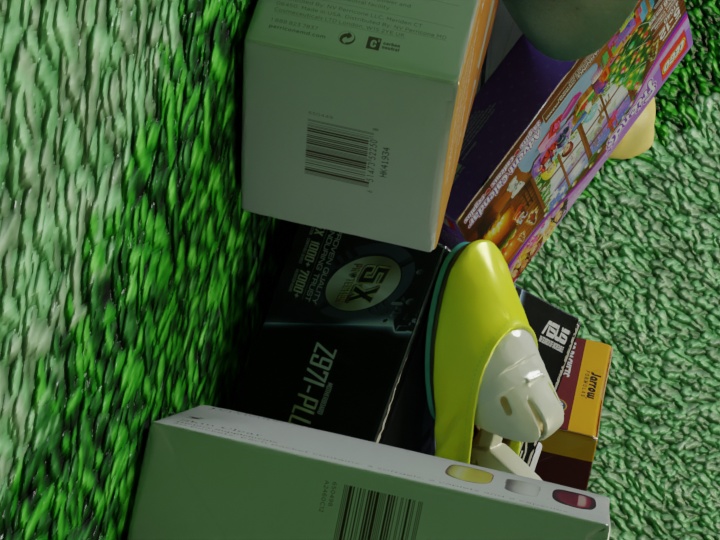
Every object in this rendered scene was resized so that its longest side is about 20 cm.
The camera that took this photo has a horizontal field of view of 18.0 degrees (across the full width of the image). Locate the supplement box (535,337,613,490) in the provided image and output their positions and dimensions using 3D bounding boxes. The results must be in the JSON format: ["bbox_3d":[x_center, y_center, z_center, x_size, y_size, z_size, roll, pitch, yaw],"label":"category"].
[{"bbox_3d":[0.073,0.151,1.713,0.133,0.195,0.202,-68,169,-60],"label":"supplement box"}]

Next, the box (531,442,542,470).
[{"bbox_3d":[0.019,0.201,1.484,0.200,0.130,0.201,-28,135,-76],"label":"box"}]

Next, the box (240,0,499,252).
[{"bbox_3d":[0.014,-0.131,1.065,0.125,0.097,0.201,95,8,-55],"label":"box"}]

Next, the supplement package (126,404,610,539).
[{"bbox_3d":[-0.002,0.157,0.991,0.111,0.198,0.157,1,101,-84],"label":"supplement package"}]

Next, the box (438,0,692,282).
[{"bbox_3d":[0.111,-0.090,1.286,0.201,0.039,0.137,-53,158,-8],"label":"box"}]

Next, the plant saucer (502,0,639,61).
[{"bbox_3d":[0.100,-0.210,1.170,0.201,0.038,0.203,-177,-90,-68],"label":"plant saucer"}]

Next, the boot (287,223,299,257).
[{"bbox_3d":[-0.002,0.000,1.301,0.203,0.073,0.155,-28,132,-71],"label":"boot"}]

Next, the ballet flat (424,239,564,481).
[{"bbox_3d":[0.066,0.085,1.119,0.067,0.067,0.202,-19,122,-50],"label":"ballet flat"}]

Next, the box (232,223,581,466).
[{"bbox_3d":[0.022,0.072,1.197,0.200,0.086,0.165,27,83,-62],"label":"box"}]

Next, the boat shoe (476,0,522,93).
[{"bbox_3d":[0.104,-0.141,1.356,0.203,0.085,0.075,92,11,-56],"label":"boat shoe"}]

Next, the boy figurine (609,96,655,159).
[{"bbox_3d":[0.137,-0.165,1.413,0.064,0.124,0.202,-28,112,-41],"label":"boy figurine"}]
